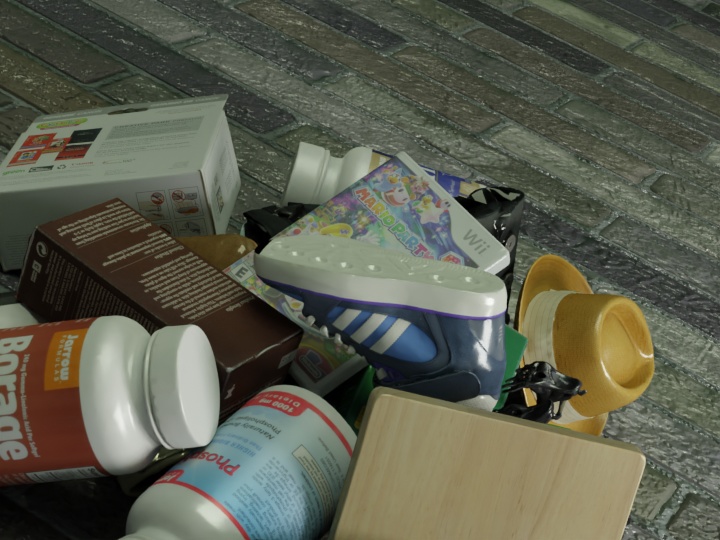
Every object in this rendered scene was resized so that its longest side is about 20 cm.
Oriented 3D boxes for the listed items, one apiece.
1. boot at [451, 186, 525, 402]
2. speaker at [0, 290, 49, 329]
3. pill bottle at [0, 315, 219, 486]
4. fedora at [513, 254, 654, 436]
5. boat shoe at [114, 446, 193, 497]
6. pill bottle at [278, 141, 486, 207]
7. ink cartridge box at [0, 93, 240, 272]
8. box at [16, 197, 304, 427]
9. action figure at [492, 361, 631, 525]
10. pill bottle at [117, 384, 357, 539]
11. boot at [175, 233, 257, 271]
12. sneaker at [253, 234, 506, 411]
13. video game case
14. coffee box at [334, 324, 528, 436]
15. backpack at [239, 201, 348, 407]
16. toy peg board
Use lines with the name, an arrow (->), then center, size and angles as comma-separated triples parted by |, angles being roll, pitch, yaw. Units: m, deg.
boot -> 0.122, 0.018, 1.405 | 0.066, 0.200, 0.165 | 9, 21, 28
speaker -> -0.298, 0.060, 1.197 | 0.200, 0.081, 0.081 | -9, 40, -42
pill bottle -> -0.206, 0.091, 1.085 | 0.200, 0.112, 0.112 | -8, 25, 13
fedora -> 0.209, 0.074, 1.387 | 0.082, 0.201, 0.201 | -7, 14, 31
boat shoe -> -0.103, 0.138, 1.197 | 0.200, 0.071, 0.063 | 0, 42, -33
pill bottle -> 0.020, -0.058, 1.570 | 0.200, 0.120, 0.120 | 17, 28, -6
ink cartridge box -> -0.218, -0.084, 1.413 | 0.200, 0.084, 0.176 | -5, 29, 9
box -> -0.154, 0.032, 1.187 | 0.200, 0.075, 0.100 | 33, 31, 21
action figure -> 0.159, 0.172, 1.253 | 0.102, 0.200, 0.119 | -7, 33, 32
pill bottle -> -0.091, 0.174, 1.079 | 0.109, 0.109, 0.200 | 31, 43, 19
boot -> -0.185, -0.006, 1.297 | 0.200, 0.076, 0.074 | -11, 42, 5
sneaker -> 0.010, 0.061, 1.163 | 0.200, 0.147, 0.081 | 11, 22, 12
video game case -> 0.000, 0.000, 1.256 | 0.200, 0.018, 0.143 | -34, 58, -16
coffee box -> 0.048, 0.110, 1.245 | 0.123, 0.044, 0.200 | 30, 60, -12
backpack -> -0.043, 0.029, 1.366 | 0.167, 0.127, 0.200 | 0, 37, -34
toy peg board -> 0.072, 0.187, 1.114 | 0.199, 0.200, 0.098 | 14, 11, -11
